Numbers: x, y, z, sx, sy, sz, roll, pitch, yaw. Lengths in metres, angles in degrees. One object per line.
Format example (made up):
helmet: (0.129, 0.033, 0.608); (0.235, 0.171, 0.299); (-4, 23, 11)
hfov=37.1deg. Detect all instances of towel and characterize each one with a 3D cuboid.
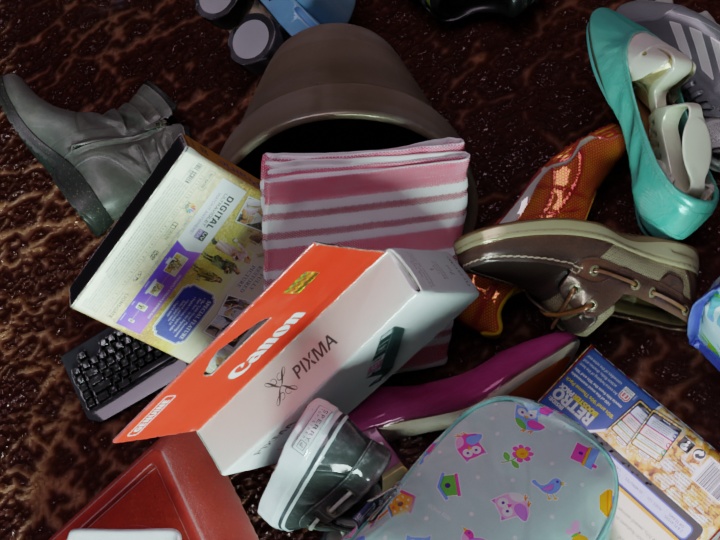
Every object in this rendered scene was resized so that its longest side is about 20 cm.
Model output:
towel: (0.000, 0.000, 0.770); (0.146, 0.200, 0.030); (-6, 36, -13)

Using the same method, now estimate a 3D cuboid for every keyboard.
keyboard: (-0.165, 0.030, 0.912); (0.200, 0.021, 0.127); (-31, 61, -1)

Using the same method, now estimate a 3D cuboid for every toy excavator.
toy excavator: (-0.051, -0.280, 0.957); (0.200, 0.100, 0.195); (-42, 63, 10)

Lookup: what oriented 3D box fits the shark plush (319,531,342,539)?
shark plush: (-0.029, 0.286, 0.748); (0.083, 0.091, 0.201); (16, 91, 42)

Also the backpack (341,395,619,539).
backpack: (0.073, 0.177, 0.646); (0.167, 0.127, 0.200); (36, 61, 16)

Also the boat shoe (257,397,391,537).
boat shoe: (-0.022, 0.149, 0.722); (0.071, 0.200, 0.072); (34, 70, 8)

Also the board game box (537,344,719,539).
board game box: (0.149, 0.174, 0.740); (0.200, 0.046, 0.151); (-44, 62, -7)

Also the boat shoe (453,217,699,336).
boat shoe: (0.159, 0.011, 0.764); (0.200, 0.072, 0.072); (9, 72, -26)

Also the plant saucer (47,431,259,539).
plant saucer: (-0.156, 0.236, 0.763); (0.200, 0.037, 0.200); (-42, 59, 18)

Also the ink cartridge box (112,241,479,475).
ink cartridge box: (-0.036, 0.062, 0.700); (0.200, 0.173, 0.044); (-44, 69, 22)

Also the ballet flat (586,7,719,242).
ballet flat: (0.226, -0.121, 0.802); (0.067, 0.070, 0.201); (1, 69, -32)

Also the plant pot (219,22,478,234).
plant pot: (-0.018, -0.100, 0.853); (0.199, 0.200, 0.174); (-14, 46, 8)

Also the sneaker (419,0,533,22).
sneaker: (0.066, -0.270, 0.958); (0.199, 0.071, 0.083); (17, 53, 19)

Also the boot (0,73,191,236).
boot: (-0.240, -0.134, 0.994); (0.131, 0.068, 0.200); (-38, 69, -10)

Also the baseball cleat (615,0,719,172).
baseball cleat: (0.272, -0.144, 0.847); (0.200, 0.070, 0.107); (31, 76, 27)

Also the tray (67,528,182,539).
tray: (-0.160, 0.276, 0.720); (0.107, 0.022, 0.201); (-9, 73, 31)

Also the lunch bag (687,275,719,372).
lunch bag: (0.314, 0.001, 0.691); (0.170, 0.200, 0.127); (-38, 61, -6)

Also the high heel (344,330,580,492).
high heel: (0.061, 0.080, 0.801); (0.200, 0.067, 0.096); (-31, 58, -3)

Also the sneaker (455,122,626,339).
sneaker: (0.146, -0.030, 0.837); (0.077, 0.073, 0.200); (40, 86, 10)

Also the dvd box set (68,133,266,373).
dvd box set: (-0.087, 0.008, 0.783); (0.146, 0.200, 0.029); (-52, 31, 16)
